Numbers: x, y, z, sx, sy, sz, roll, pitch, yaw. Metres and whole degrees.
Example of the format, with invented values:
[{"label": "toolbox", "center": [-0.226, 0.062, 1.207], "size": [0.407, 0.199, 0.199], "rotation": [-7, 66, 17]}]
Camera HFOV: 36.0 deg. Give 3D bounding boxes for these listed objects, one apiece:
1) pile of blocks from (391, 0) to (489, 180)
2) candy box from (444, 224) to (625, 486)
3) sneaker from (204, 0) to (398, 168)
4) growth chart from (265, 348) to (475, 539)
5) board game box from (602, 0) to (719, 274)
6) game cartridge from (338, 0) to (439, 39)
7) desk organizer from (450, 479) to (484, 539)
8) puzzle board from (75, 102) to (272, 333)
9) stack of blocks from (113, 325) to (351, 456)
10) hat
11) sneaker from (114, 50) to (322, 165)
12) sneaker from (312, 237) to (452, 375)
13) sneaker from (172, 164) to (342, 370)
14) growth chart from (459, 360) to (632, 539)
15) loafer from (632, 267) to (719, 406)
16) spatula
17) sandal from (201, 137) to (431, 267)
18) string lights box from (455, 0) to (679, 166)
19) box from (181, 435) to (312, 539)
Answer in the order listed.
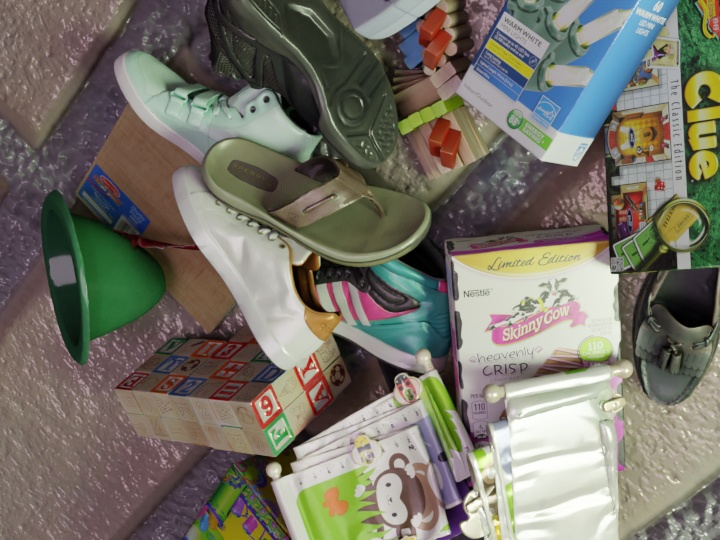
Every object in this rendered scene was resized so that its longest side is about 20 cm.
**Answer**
[{"label": "pile of blocks", "center": [0.055, -0.169, 0.911], "size": [0.081, 0.062, 0.202], "rotation": [2, 106, 23]}, {"label": "candy box", "center": [0.145, 0.070, 0.919], "size": [0.135, 0.061, 0.202], "rotation": [-6, 104, 0]}, {"label": "sneaker", "center": [-0.052, -0.166, 0.910], "size": [0.199, 0.076, 0.114], "rotation": [46, 159, -22]}, {"label": "growth chart", "center": [0.014, 0.179, 0.926], "size": [0.200, 0.018, 0.145], "rotation": [-36, 74, 17]}, {"label": "board game box", "center": [0.232, -0.100, 0.829], "size": [0.104, 0.023, 0.202], "rotation": [-5, 86, 38]}, {"label": "game cartridge", "center": [0.050, -0.282, 0.862], "size": [0.200, 0.041, 0.134], "rotation": [-43, 54, 29]}, {"label": "desk organizer", "center": [0.112, 0.216, 0.994], "size": [0.199, 0.077, 0.072], "rotation": [19, 112, 18]}, {"label": "puzzle board", "center": [-0.175, -0.057, 1.069], "size": [0.200, 0.017, 0.151], "rotation": [45, 124, 7]}, {"label": "stack of blocks", "center": [-0.122, 0.106, 1.038], "size": [0.199, 0.115, 0.059], "rotation": [-1, 121, 42]}, {"label": "hat", "center": [-0.204, -0.001, 1.089], "size": [0.200, 0.175, 0.167], "rotation": [48, 141, 49]}, {"label": "sneaker", "center": [-0.120, -0.155, 0.988], "size": [0.200, 0.074, 0.118], "rotation": [41, 120, 1]}, {"label": "sneaker", "center": [0.000, 0.000, 0.977], "size": [0.199, 0.083, 0.122], "rotation": [23, 109, 22]}, {"label": "sneaker", "center": [-0.083, -0.020, 0.954], "size": [0.084, 0.073, 0.201], "rotation": [-36, 81, 15]}, {"label": "growth chart", "center": [0.146, 0.174, 0.877], "size": [0.144, 0.018, 0.202], "rotation": [-3, 102, -14]}, {"label": "loafer", "center": [0.255, 0.020, 0.878], "size": [0.071, 0.063, 0.201], "rotation": [15, 111, 17]}, {"label": "spatula", "center": [0.047, 0.142, 0.974], "size": [0.056, 0.021, 0.201], "rotation": [-32, 51, 15]}, {"label": "sandal", "center": [-0.040, -0.062, 0.910], "size": [0.200, 0.080, 0.057], "rotation": [19, 149, 7]}, {"label": "string lights box", "center": [0.167, -0.192, 0.834], "size": [0.103, 0.059, 0.201], "rotation": [43, 117, 31]}, {"label": "box", "center": [-0.067, 0.304, 1.051], "size": [0.200, 0.122, 0.193], "rotation": [47, 119, 22]}]
